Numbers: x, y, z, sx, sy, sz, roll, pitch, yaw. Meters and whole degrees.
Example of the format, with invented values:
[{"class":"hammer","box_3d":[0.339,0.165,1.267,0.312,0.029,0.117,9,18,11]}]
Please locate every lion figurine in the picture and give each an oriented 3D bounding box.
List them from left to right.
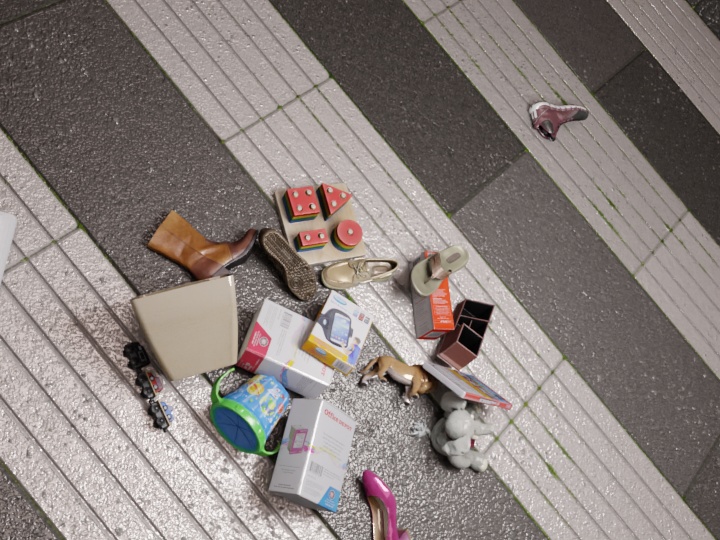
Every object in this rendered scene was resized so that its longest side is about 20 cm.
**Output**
[{"class":"lion figurine","box_3d":[0.094,0.244,1.661,0.199,0.073,0.123,29,43,-4]}]

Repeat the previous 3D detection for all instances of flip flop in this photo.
[{"class":"flip flop","box_3d":[0.195,-0.007,1.696,0.200,0.058,0.081,-31,84,-30]}]

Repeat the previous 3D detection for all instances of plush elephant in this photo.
[{"class":"plush elephant","box_3d":[0.236,0.369,1.625,0.199,0.155,0.166,11,66,-20]}]

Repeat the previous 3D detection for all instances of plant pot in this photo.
[{"class":"plant pot","box_3d":[-0.342,0.116,1.437,0.199,0.200,0.178,-15,93,-13]}]

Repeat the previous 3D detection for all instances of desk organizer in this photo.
[{"class":"desk organizer","box_3d":[0.266,0.147,1.742,0.072,0.077,0.200,37,44,-7]}]

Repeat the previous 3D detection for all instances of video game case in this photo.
[{"class":"video game case","box_3d":[0.254,0.273,1.654,0.199,0.143,0.018,21,99,-42]}]

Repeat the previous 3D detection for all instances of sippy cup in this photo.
[{"class":"sippy cup","box_3d":[-0.223,0.291,1.475,0.130,0.139,0.179,-46,135,-41]}]

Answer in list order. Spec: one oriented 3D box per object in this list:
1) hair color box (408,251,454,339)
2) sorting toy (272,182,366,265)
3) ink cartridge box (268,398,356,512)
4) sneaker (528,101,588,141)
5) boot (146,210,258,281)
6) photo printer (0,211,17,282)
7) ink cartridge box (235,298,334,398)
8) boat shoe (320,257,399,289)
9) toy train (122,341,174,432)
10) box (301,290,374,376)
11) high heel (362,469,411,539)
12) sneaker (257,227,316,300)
[{"class":"hair color box","box_3d":[0.175,0.063,1.751,0.061,0.101,0.201,3,70,-22]},{"class":"sorting toy","box_3d":[-0.090,-0.124,1.724,0.198,0.070,0.201,-10,74,-27]},{"class":"ink cartridge box","box_3d":[-0.096,0.387,1.478,0.145,0.084,0.201,45,52,-46]},{"class":"sneaker","box_3d":[0.617,-0.452,2.176,0.199,0.076,0.116,2,74,-12]},{"class":"boot","box_3d":[-0.354,-0.070,1.604,0.200,0.069,0.189,35,68,0]},{"class":"photo printer","box_3d":[-0.785,-0.030,1.376,0.166,0.069,0.201,11,67,-20]},{"class":"ink cartridge box","box_3d":[-0.156,0.176,1.551,0.199,0.086,0.148,28,46,-13]},{"class":"boat shoe","box_3d":[0.000,0.000,1.718,0.199,0.065,0.073,-6,72,-26]},{"class":"toy train","box_3d":[-0.434,0.239,1.451,0.046,0.034,0.201,-18,77,-41]},{"class":"box","box_3d":[-0.044,0.130,1.577,0.119,0.042,0.200,32,41,-7]},{"class":"high heel","box_3d":[0.035,0.540,1.522,0.096,0.067,0.201,-27,96,-40]},{"class":"sneaker","box_3d":[-0.170,-0.021,1.644,0.070,0.076,0.200,-35,115,-10]}]
